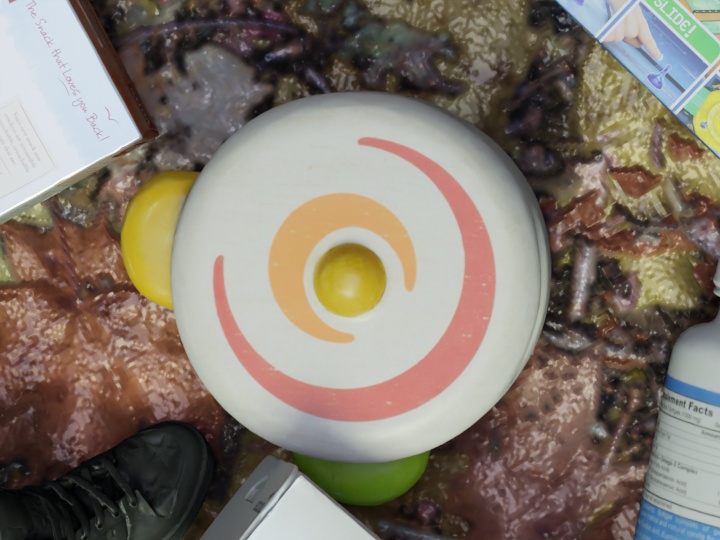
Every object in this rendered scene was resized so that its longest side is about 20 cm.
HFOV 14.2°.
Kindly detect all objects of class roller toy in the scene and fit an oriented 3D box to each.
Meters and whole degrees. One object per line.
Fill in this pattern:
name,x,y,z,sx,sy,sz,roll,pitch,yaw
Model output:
roller toy,0.000,0.000,1.427,0.182,0.140,0.200,-39,87,6

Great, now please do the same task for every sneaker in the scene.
sneaker,-0.163,0.136,1.450,0.200,0.104,0.060,-40,64,-6

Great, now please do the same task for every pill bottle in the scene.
pill bottle,0.200,0.089,1.423,0.112,0.112,0.201,13,94,6

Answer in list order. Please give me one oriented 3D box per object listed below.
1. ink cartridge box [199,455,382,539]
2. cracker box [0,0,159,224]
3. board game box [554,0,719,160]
ink cartridge box,0.010,0.187,1.399,0.200,0.145,0.084,41,84,-5
cracker box,-0.223,-0.081,1.491,0.200,0.058,0.134,-28,90,8
board game box,0.196,-0.134,1.450,0.200,0.034,0.135,45,96,3
